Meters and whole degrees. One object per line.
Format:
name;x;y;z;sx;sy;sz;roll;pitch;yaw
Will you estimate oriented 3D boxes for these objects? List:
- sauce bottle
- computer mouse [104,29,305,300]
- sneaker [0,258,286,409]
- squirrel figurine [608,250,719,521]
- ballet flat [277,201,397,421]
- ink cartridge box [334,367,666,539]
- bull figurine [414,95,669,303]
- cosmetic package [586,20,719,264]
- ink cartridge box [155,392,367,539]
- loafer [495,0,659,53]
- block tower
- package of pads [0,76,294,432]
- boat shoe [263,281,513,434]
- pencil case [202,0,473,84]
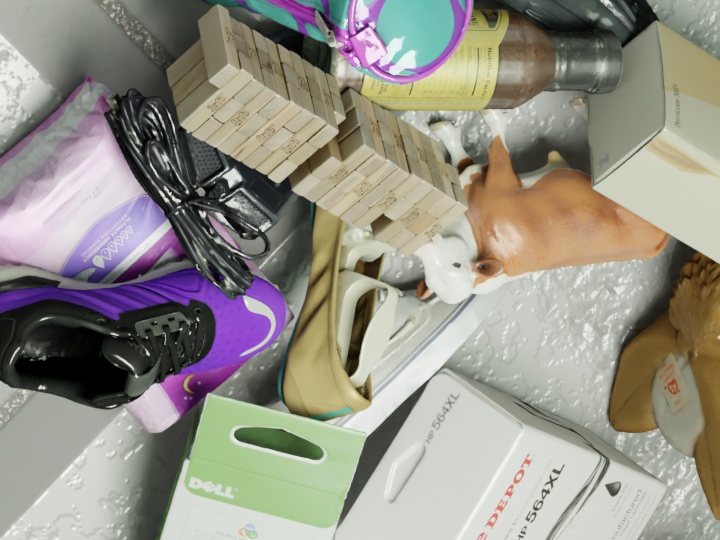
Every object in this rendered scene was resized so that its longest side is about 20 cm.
sauce bottle;0.064;-0.129;1.656;0.199;0.065;0.065;-1;109;-24
computer mouse;-0.075;-0.078;1.625;0.139;0.053;0.200;59;42;-11
sneaker;-0.130;0.045;1.563;0.199;0.100;0.070;-2;115;-22
squirrel figurine;0.290;0.051;1.845;0.186;0.141;0.201;-8;115;-30
ballet flat;0.000;0.000;1.673;0.069;0.063;0.201;34;60;-52
ink cartridge box;0.094;0.164;1.780;0.200;0.084;0.146;24;99;-53
bull figurine;0.108;-0.044;1.731;0.199;0.065;0.122;-6;81;-29
cosmetic package;0.241;-0.062;1.720;0.200;0.105;0.071;28;132;-27
ink cartridge box;-0.068;0.150;1.689;0.103;0.059;0.201;16;123;-4
loafer;0.130;-0.171;1.725;0.070;0.068;0.200;-37;130;23
block tower;-0.027;-0.079;1.584;0.058;0.054;0.200;-39;132;24
package of pads;-0.145;-0.007;1.639;0.120;0.076;0.200;-41;121;-4
boat shoe;0.018;0.042;1.744;0.200;0.071;0.070;-43;95;-14
pencil case;-0.027;-0.173;1.562;0.092;0.200;0.085;-31;124;-24
